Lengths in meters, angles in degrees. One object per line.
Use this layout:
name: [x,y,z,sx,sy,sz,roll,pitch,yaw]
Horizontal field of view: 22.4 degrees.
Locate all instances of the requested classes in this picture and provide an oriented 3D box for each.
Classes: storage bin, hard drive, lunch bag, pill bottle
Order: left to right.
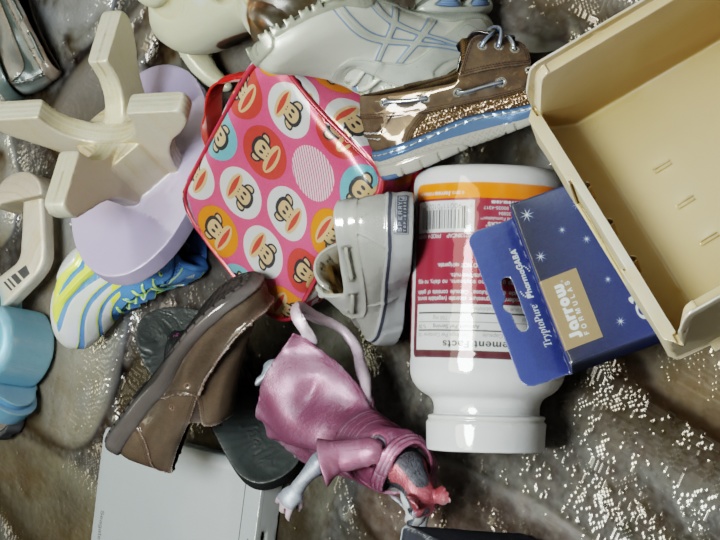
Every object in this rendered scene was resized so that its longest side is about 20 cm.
hard drive: [-0.153,0.214,1.553,0.200,0.027,0.132,8,91,42]
lunch bag: [-0.058,-0.077,1.415,0.176,0.082,0.200,48,134,12]
pill bottle: [0.092,0.029,1.301,0.113,0.113,0.201,-1,86,41]
storage bin: [0.233,-0.078,1.149,0.198,0.094,0.200,-30,65,3]

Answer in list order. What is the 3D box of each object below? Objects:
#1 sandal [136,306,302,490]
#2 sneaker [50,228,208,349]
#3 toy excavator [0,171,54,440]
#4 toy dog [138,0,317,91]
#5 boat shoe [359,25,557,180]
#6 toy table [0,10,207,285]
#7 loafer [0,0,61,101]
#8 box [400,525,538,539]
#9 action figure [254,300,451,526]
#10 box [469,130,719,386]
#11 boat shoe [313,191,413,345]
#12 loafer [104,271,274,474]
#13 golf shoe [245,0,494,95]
sandal: [-0.115,0.092,1.499,0.075,0.048,0.200,-36,61,-15]
sneaker: [-0.196,0.000,1.578,0.105,0.076,0.200,40,111,35]
toy excavator: [-0.329,0.035,1.691,0.200,0.100,0.195,-36,65,18]
toy dog: [-0.095,-0.230,1.474,0.200,0.139,0.194,17,111,41]
boat shoe: [0.093,-0.133,1.287,0.200,0.072,0.073,-24,102,2]
toy table: [-0.200,-0.104,1.501,0.183,0.117,0.200,-11,60,20]
loafer: [-0.330,-0.262,1.734,0.063,0.072,0.200,-18,81,18]
box: [0.111,0.294,1.232,0.200,0.117,0.197,15,96,54]
action figure: [0.012,0.129,1.358,0.200,0.134,0.149,23,90,52]
box: [0.182,-0.010,1.211,0.200,0.032,0.121,-20,70,3]
boat shoe: [0.000,0.000,1.342,0.070,0.200,0.071,2,68,-1]
loafer: [-0.123,0.083,1.441,0.071,0.073,0.200,37,116,-4]
golf shoe: [0.018,-0.153,1.331,0.078,0.200,0.097,-39,65,63]
